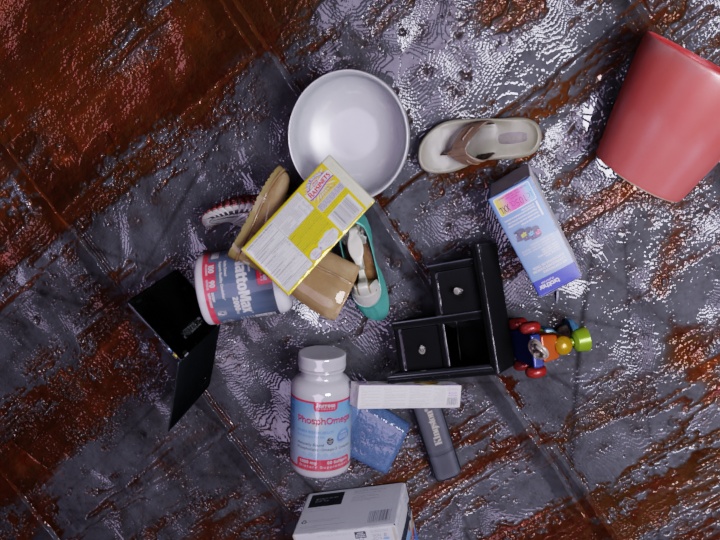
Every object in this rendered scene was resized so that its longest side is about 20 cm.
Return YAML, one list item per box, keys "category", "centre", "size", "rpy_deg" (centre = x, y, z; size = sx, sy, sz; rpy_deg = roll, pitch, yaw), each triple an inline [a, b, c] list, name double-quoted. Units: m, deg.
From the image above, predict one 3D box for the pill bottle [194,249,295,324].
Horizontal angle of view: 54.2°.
- category: "pill bottle"
  centre: [-0.172, 0.017, 1.197]
  size: [0.196, 0.120, 0.122]
  rpy_deg: [-10, 104, 0]

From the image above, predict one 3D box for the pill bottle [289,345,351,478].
- category: "pill bottle"
  centre: [-0.067, 0.238, 1.201]
  size: [0.106, 0.109, 0.205]
  rpy_deg: [3, 101, 10]

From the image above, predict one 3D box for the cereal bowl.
- category: "cereal bowl"
  centre: [-0.014, -0.217, 1.127]
  size: [0.196, 0.083, 0.205]
  rpy_deg: [3, 106, 10]

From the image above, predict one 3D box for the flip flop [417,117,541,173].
- category: "flip flop"
  centre: [0.185, -0.198, 1.108]
  size: [0.196, 0.058, 0.083]
  rpy_deg: [-4, 105, 12]

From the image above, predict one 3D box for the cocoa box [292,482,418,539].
- category: "cocoa box"
  centre: [-0.005, 0.492, 1.293]
  size: [0.196, 0.134, 0.134]
  rpy_deg: [-11, 104, 14]

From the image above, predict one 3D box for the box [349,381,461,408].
- category: "box"
  centre: [0.078, 0.210, 1.194]
  size: [0.196, 0.039, 0.042]
  rpy_deg: [3, 92, -23]

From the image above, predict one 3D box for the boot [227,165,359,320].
- category: "boot"
  centre: [-0.090, -0.044, 1.128]
  size: [0.197, 0.066, 0.178]
  rpy_deg: [28, 86, -6]

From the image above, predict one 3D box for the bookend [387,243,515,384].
- category: "bookend"
  centre: [0.135, 0.071, 1.156]
  size: [0.195, 0.092, 0.205]
  rpy_deg: [-9, 88, 29]

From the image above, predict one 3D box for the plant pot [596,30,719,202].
- category: "plant pot"
  centre: [0.442, -0.209, 0.997]
  size: [0.198, 0.201, 0.179]
  rpy_deg: [27, 117, 2]

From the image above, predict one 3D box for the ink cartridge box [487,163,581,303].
- category: "ink cartridge box"
  centre: [0.275, -0.052, 1.090]
  size: [0.075, 0.137, 0.202]
  rpy_deg: [-29, 98, 18]

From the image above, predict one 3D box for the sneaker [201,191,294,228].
- category: "sneaker"
  centre: [-0.177, -0.084, 1.198]
  size: [0.195, 0.078, 0.084]
  rpy_deg: [-1, 106, 11]

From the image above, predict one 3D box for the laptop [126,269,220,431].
- category: "laptop"
  centre: [-0.327, 0.132, 1.227]
  size: [0.115, 0.187, 0.201]
  rpy_deg: [-40, 96, 17]

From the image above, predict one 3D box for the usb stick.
- category: "usb stick"
  centre: [0.130, 0.283, 1.263]
  size: [0.054, 0.033, 0.204]
  rpy_deg: [-16, 101, 8]

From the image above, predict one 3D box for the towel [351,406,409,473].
- category: "towel"
  centre: [-0.015, 0.274, 1.280]
  size: [0.198, 0.049, 0.113]
  rpy_deg: [30, 105, 3]

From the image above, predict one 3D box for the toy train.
- category: "toy train"
  centre: [0.307, 0.116, 1.093]
  size: [0.113, 0.200, 0.087]
  rpy_deg: [-9, 91, -3]

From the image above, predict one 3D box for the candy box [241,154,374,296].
- category: "candy box"
  centre: [-0.080, -0.069, 1.084]
  size: [0.102, 0.026, 0.200]
  rpy_deg: [43, 84, -2]

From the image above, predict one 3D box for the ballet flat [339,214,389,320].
- category: "ballet flat"
  centre: [0.000, 0.000, 1.191]
  size: [0.066, 0.070, 0.204]
  rpy_deg: [-11, 103, 13]
